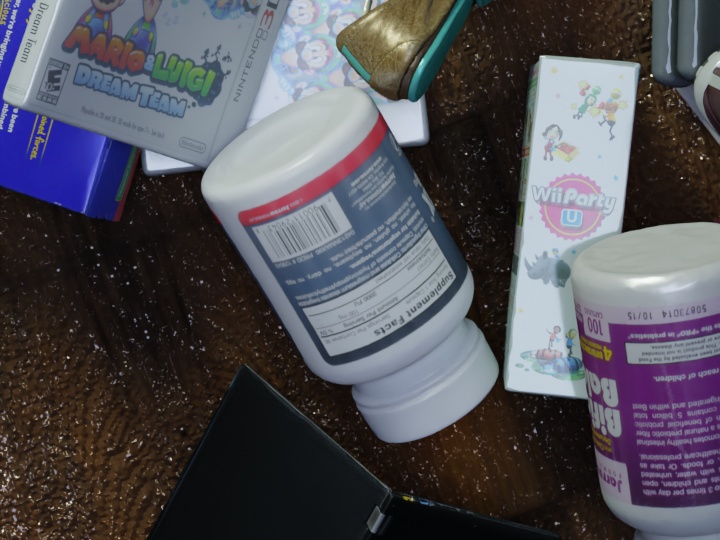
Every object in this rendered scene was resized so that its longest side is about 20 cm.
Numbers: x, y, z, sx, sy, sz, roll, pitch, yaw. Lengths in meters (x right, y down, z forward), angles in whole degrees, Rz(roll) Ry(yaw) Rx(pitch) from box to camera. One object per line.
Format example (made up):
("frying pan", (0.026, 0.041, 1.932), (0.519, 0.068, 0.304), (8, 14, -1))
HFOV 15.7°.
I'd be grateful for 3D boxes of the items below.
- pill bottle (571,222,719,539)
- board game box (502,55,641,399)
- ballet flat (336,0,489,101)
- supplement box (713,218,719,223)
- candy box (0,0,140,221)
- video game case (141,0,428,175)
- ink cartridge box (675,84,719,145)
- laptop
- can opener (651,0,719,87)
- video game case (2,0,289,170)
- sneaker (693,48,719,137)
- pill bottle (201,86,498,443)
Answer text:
("pill bottle", (0.187, 0.082, 1.496), (0.112, 0.112, 0.200), (-9, 105, 1))
("board game box", (0.126, -0.027, 1.598), (0.064, 0.148, 0.201), (5, 93, 1))
("ballet flat", (0.049, -0.181, 1.591), (0.072, 0.068, 0.200), (31, 56, 11))
("supplement box", (0.262, 0.066, 1.608), (0.103, 0.131, 0.200), (-34, 90, 3))
("candy box", (-0.222, -0.141, 1.611), (0.200, 0.077, 0.169), (20, 95, 14))
("video game case", (-0.058, -0.170, 1.648), (0.182, 0.024, 0.201), (-6, 92, 0))
("ink cartridge box", (0.318, -0.108, 1.646), (0.176, 0.045, 0.200), (-37, 91, 27))
("laptop", (-0.014, 0.187, 1.644), (0.200, 0.116, 0.187), (17, 116, -27))
("can opener", (0.196, -0.215, 1.630), (0.066, 0.053, 0.201), (-2, 89, -30))
("video game case", (-0.112, -0.162, 1.543), (0.024, 0.200, 0.182), (21, 93, 35))
("sneaker", (0.282, -0.049, 1.571), (0.200, 0.116, 0.076), (43, 95, -11))
("pill bottle", (0.000, 0.000, 1.600), (0.119, 0.120, 0.200), (-30, 111, 1))
